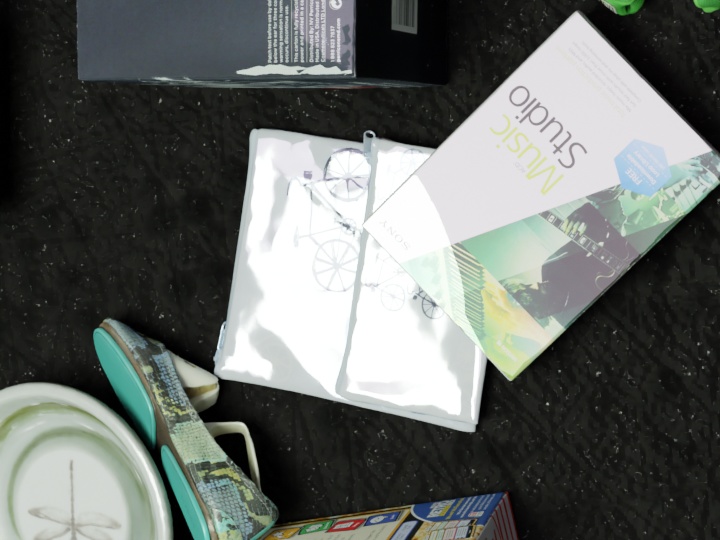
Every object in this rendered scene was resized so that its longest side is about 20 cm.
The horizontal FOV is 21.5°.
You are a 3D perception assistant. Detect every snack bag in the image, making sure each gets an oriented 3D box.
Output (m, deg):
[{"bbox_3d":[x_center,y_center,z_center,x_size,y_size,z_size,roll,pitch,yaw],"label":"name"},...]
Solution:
[{"bbox_3d":[0.000,0.000,1.292,0.200,0.021,0.189,11,97,17],"label":"snack bag"}]

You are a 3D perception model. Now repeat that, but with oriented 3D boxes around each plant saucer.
[{"bbox_3d":[-0.209,0.175,1.348,0.200,0.050,0.200,4,99,26],"label":"plant saucer"}]

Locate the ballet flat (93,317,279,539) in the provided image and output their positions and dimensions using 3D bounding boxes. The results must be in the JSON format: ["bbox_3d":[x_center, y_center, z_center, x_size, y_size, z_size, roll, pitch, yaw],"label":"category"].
[{"bbox_3d":[-0.117,0.109,1.312,0.074,0.074,0.200,-39,63,16],"label":"ballet flat"}]

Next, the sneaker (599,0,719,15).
[{"bbox_3d":[0.146,-0.209,1.203,0.200,0.078,0.085,10,97,17],"label":"sneaker"}]

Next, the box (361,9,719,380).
[{"bbox_3d":[0.119,-0.047,1.228,0.144,0.036,0.200,46,102,5],"label":"box"}]

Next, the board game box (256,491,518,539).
[{"bbox_3d":[-0.010,0.201,1.237,0.200,0.151,0.046,-10,100,19],"label":"board game box"}]

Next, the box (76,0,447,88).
[{"bbox_3d":[-0.056,-0.169,1.208,0.182,0.200,0.104,2,94,19],"label":"box"}]
